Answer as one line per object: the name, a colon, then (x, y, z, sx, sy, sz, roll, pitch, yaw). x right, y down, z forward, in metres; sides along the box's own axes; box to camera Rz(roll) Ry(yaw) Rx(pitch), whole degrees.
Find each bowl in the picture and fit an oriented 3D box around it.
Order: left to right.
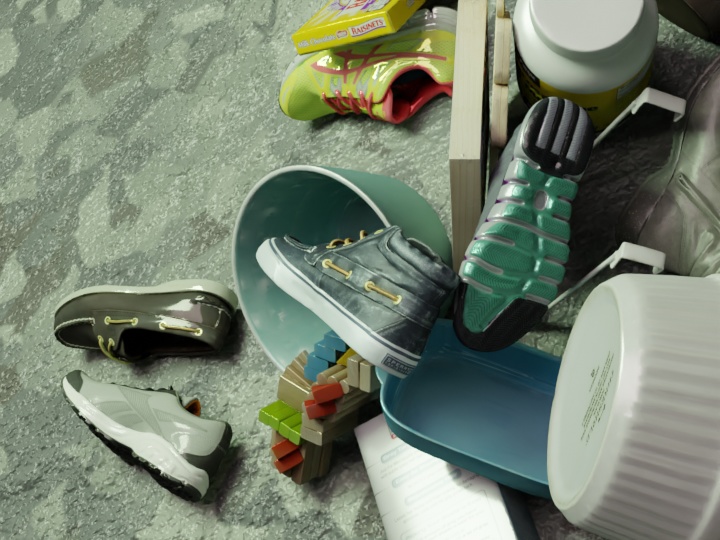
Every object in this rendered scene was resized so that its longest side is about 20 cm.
bowl: (0.000, 0.000, 1.377, 0.201, 0.105, 0.201, 16, 115, 37)

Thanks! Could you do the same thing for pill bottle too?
pill bottle: (0.177, -0.182, 1.315, 0.112, 0.200, 0.113, -1, 79, 7)

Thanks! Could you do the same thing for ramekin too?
ramekin: (0.194, 0.093, 1.127, 0.094, 0.202, 0.203, 13, 63, -6)

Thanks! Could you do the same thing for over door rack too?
over door rack: (0.163, -0.049, 1.300, 0.200, 0.067, 0.148, -30, 43, 57)

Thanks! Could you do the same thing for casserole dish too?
casserole dish: (0.105, 0.108, 1.250, 0.200, 0.039, 0.121, 20, 48, 9)

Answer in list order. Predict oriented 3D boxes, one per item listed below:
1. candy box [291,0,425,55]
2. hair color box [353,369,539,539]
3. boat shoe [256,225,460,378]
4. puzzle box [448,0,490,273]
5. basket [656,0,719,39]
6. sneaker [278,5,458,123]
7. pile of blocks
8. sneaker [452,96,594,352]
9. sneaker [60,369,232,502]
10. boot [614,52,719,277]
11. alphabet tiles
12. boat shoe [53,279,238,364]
candy box: (0.022, -0.256, 1.537, 0.102, 0.026, 0.200, -12, 24, 31)
hair color box: (0.072, 0.187, 1.271, 0.099, 0.061, 0.200, -31, 50, 15)
boat shoe: (0.000, 0.000, 1.263, 0.091, 0.071, 0.200, -57, 42, 4)
puzzle box: (0.090, -0.109, 1.356, 0.025, 0.133, 0.200, 0, 47, 6)
basket: (0.306, -0.301, 1.362, 0.200, 0.136, 0.180, -53, 45, 2)
sneaker: (0.010, -0.171, 1.529, 0.200, 0.078, 0.090, -19, 60, 28)
pile of blocks: (-0.037, 0.099, 1.334, 0.082, 0.062, 0.200, 49, 132, 15)
sneaker: (0.118, -0.030, 1.257, 0.200, 0.074, 0.088, -67, 10, -9)
sneaker: (-0.191, 0.135, 1.494, 0.200, 0.074, 0.079, 26, 70, 36)
boot: (0.295, -0.070, 1.274, 0.131, 0.068, 0.200, 30, 92, 40)
alphabet tiles: (0.116, -0.161, 1.370, 0.015, 0.200, 0.196, 3, 102, 4)
boat shoe: (-0.208, 0.053, 1.548, 0.201, 0.072, 0.061, -8, 54, 29)
